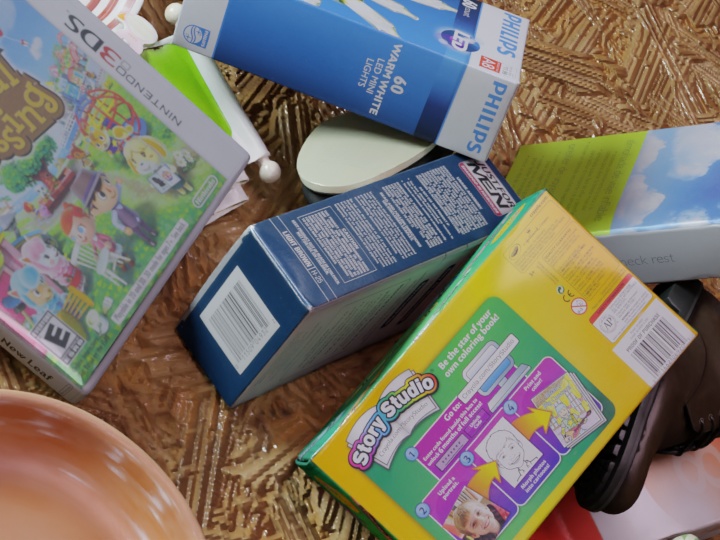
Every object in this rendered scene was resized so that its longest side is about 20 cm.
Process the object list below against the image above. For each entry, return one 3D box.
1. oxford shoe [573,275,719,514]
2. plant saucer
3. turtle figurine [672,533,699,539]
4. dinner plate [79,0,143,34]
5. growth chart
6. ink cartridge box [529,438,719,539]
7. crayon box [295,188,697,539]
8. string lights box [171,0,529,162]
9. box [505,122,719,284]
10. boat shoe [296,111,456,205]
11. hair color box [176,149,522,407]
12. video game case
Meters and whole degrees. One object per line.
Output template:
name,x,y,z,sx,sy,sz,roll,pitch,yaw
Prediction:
oxford shoe,0.190,0.081,0.942,0.084,0.073,0.200,40,48,-2
plant saucer,-0.158,0.150,0.708,0.199,0.037,0.201,21,49,-25
turtle figurine,0.165,0.215,0.789,0.200,0.194,0.144,35,87,0
dinner plate,-0.222,-0.206,0.939,0.199,0.024,0.201,21,47,-25
growth chart,-0.134,-0.071,0.895,0.145,0.018,0.200,53,46,-3
ink cartridge box,0.140,0.100,0.968,0.199,0.050,0.163,-4,61,-43
crayon box,0.074,0.069,0.857,0.119,0.058,0.200,43,80,-3
string lights box,-0.003,-0.144,0.946,0.199,0.059,0.103,20,32,-2
box,0.184,-0.043,1.010,0.048,0.199,0.122,66,34,-30
boat shoe,0.022,-0.075,0.983,0.073,0.063,0.201,15,31,19
hair color box,0.000,0.000,0.898,0.200,0.100,0.061,-21,69,-45
video game case,-0.169,-0.058,0.831,0.182,0.022,0.200,42,48,-13
